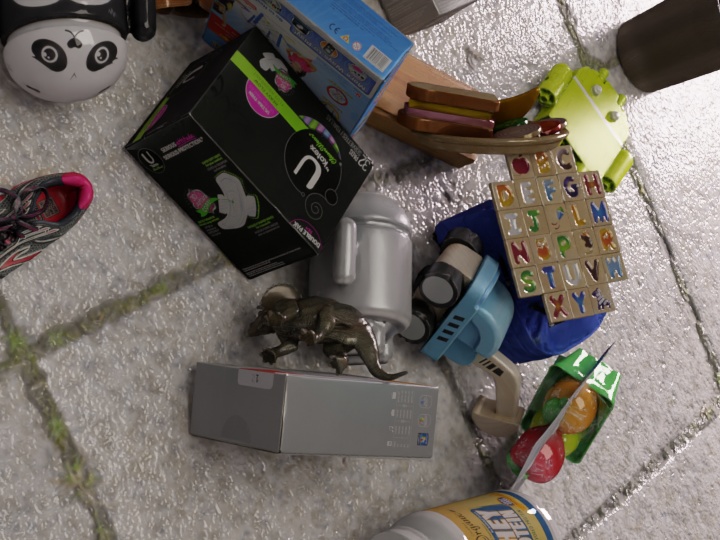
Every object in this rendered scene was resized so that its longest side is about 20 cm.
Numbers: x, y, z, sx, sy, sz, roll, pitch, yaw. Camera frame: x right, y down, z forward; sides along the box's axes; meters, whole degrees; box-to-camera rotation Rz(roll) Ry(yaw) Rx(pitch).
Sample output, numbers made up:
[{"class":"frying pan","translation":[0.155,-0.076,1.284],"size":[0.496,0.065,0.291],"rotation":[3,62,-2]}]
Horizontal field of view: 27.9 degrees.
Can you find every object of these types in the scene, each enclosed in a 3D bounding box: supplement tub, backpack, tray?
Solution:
[{"class":"supplement tub","translation":[0.109,0.322,1.559],"size":[0.199,0.144,0.146],"rotation":[-6,81,-43]},{"class":"backpack","translation":[0.203,0.008,1.728],"size":[0.162,0.167,0.201],"rotation":[-23,94,-32]},{"class":"tray","translation":[0.062,-0.206,1.753],"size":[0.199,0.037,0.099],"rotation":[22,64,-37]}]

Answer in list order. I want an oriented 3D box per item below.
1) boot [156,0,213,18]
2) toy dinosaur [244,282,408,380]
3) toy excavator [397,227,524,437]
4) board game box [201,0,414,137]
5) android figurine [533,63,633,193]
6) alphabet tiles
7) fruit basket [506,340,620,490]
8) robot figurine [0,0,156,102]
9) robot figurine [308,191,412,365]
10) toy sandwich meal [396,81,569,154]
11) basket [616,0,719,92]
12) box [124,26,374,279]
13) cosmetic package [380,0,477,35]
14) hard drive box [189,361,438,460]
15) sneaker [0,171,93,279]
[{"class":"boot","translation":[-0.169,-0.352,1.575],"size":[0.199,0.073,0.156],"rotation":[-10,89,-40]},{"class":"toy dinosaur","translation":[-0.039,0.056,1.462],"size":[0.102,0.199,0.078],"rotation":[-48,140,-54]},{"class":"toy excavator","translation":[0.134,0.082,1.663],"size":[0.199,0.195,0.100],"rotation":[35,39,0]},{"class":"board game box","translation":[-0.060,-0.237,1.502],"size":[0.200,0.196,0.056],"rotation":[39,69,-1]},{"class":"android figurine","translation":[0.304,-0.196,1.965],"size":[0.182,0.041,0.200],"rotation":[53,51,-17]},{"class":"alphabet tiles","translation":[0.227,-0.044,1.648],"size":[0.165,0.006,0.201],"rotation":[-8,79,-33]},{"class":"fruit basket","translation":[0.218,0.188,1.697],"size":[0.094,0.186,0.200],"rotation":[38,51,17]},{"class":"robot figurine","translation":[-0.288,-0.263,1.395],"size":[0.125,0.149,0.202],"rotation":[17,63,-63]},{"class":"robot figurine","translation":[0.000,0.000,1.581],"size":[0.170,0.112,0.202],"rotation":[62,28,-69]},{"class":"toy sandwich meal","translation":[0.142,-0.181,1.673],"size":[0.204,0.204,0.071],"rotation":[-12,109,-43]},{"class":"basket","translation":[0.473,-0.336,2.047],"size":[0.180,0.199,0.137],"rotation":[-23,92,-44]},{"class":"box","translation":[-0.113,-0.120,1.510],"size":[0.200,0.124,0.149],"rotation":[48,51,-22]},{"class":"cosmetic package","translation":[0.060,-0.401,1.778],"size":[0.107,0.090,0.201],"rotation":[-28,93,-43]},{"class":"hard drive box","translation":[-0.046,0.142,1.461],"size":[0.199,0.155,0.077],"rotation":[8,87,-41]},{"class":"sneaker","translation":[-0.330,-0.037,1.324],"size":[0.200,0.074,0.081],"rotation":[-44,107,-40]}]
